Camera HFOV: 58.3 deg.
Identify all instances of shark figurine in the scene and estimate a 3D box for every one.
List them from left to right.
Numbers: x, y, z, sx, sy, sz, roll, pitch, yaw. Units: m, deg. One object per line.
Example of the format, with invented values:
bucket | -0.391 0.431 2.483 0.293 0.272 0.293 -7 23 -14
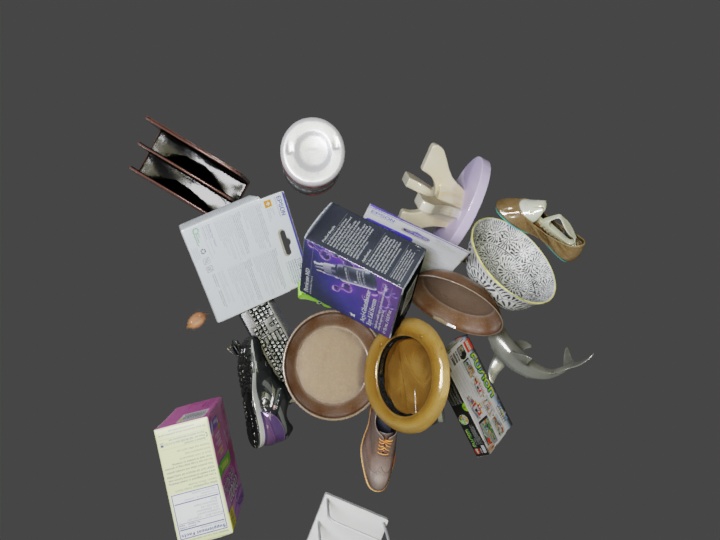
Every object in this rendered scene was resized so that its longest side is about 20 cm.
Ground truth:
shark figurine | 0.334 0.174 1.252 0.210 0.090 0.131 22 73 0

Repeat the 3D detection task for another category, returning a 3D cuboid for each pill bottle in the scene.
pill bottle | -0.088 -0.198 1.173 0.110 0.200 0.117 0 90 -5

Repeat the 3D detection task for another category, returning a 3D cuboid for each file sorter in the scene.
file sorter | -0.039 0.556 1.210 0.136 0.124 0.204 23 87 -5

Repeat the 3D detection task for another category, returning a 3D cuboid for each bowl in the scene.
bowl | 0.268 0.007 1.237 0.199 0.202 0.095 36 129 -4

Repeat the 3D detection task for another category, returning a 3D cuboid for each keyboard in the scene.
keyboard | -0.178 0.167 1.253 0.125 0.021 0.203 -30 91 -5

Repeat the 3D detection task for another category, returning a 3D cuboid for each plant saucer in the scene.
plant saucer | -0.052 0.181 1.236 0.195 0.037 0.206 2 80 -10
plant saucer | 0.178 0.054 1.204 0.197 0.201 0.037 30 67 -3

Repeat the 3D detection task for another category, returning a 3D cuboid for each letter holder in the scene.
letter holder | -0.316 -0.179 1.183 0.197 0.142 0.102 30 87 -4

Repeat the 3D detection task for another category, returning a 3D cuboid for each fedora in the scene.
fedora | 0.098 0.192 1.181 0.197 0.081 0.207 -9 76 37

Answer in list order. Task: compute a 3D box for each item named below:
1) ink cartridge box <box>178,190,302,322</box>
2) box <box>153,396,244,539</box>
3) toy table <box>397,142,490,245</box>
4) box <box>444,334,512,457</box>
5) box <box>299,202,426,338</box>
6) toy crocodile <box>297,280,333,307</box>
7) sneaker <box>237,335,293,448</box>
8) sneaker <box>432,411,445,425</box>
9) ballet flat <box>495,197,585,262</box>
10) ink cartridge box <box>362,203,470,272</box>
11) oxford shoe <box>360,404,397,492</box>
ink cartridge box | -0.209 -0.030 1.195 0.196 0.041 0.204 -22 120 -13
box | -0.285 0.353 1.164 0.094 0.176 0.206 -12 90 -4
toy table | 0.146 -0.135 1.214 0.115 0.184 0.204 20 99 -16
box | 0.216 0.239 1.246 0.109 0.034 0.204 -29 92 -48
box | 0.000 0.000 1.140 0.196 0.150 0.105 26 51 13
toy crocodile | -0.025 0.039 1.241 0.194 0.063 0.069 -2 49 -12
sneaker | -0.177 0.223 1.221 0.086 0.075 0.206 -5 84 -32
sneaker | 0.105 0.202 1.253 0.080 0.070 0.205 -15 84 7
ballet flat | 0.361 -0.093 1.269 0.198 0.072 0.068 37 52 -3
ink cartridge box | 0.086 -0.047 1.190 0.194 0.200 0.044 24 65 -4
oxford shoe | 0.038 0.329 1.243 0.069 0.073 0.206 3 90 -5
